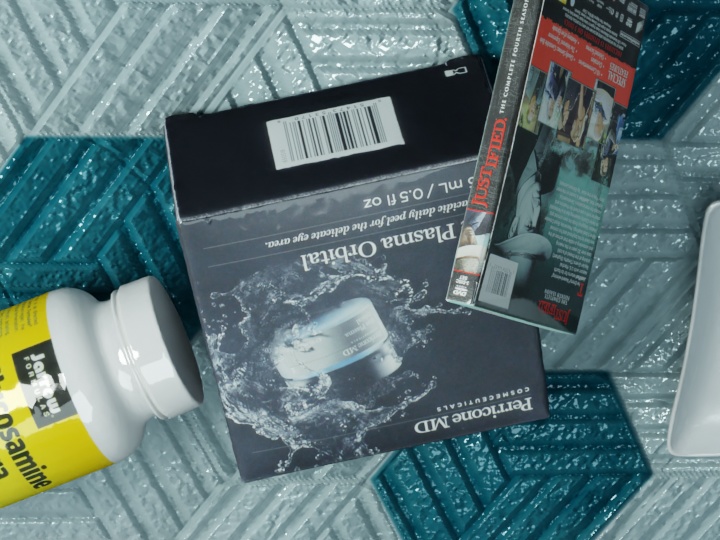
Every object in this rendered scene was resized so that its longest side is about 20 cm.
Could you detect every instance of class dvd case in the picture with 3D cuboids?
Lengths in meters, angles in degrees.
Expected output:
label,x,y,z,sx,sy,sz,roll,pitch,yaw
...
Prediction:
label,x,y,z,sx,sy,sz,roll,pitch,yaw
dvd case,0.108,-0.070,1.295,0.146,0.022,0.201,15,86,-61

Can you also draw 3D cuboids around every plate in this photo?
label,x,y,z,sx,sy,sz,roll,pitch,yaw
plate,0.304,0.031,1.493,0.199,0.032,0.200,-1,122,-8

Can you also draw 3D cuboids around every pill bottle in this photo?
label,x,y,z,sx,sy,sz,roll,pitch,yaw
pill bottle,-0.202,0.078,1.395,0.199,0.113,0.113,-22,124,5

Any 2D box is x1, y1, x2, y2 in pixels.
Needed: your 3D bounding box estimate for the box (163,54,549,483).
label,x,y,z,sx,sy,sz,roll,pitch,yaw
box,0.000,0.000,1.375,0.196,0.118,0.200,-12,125,-1
